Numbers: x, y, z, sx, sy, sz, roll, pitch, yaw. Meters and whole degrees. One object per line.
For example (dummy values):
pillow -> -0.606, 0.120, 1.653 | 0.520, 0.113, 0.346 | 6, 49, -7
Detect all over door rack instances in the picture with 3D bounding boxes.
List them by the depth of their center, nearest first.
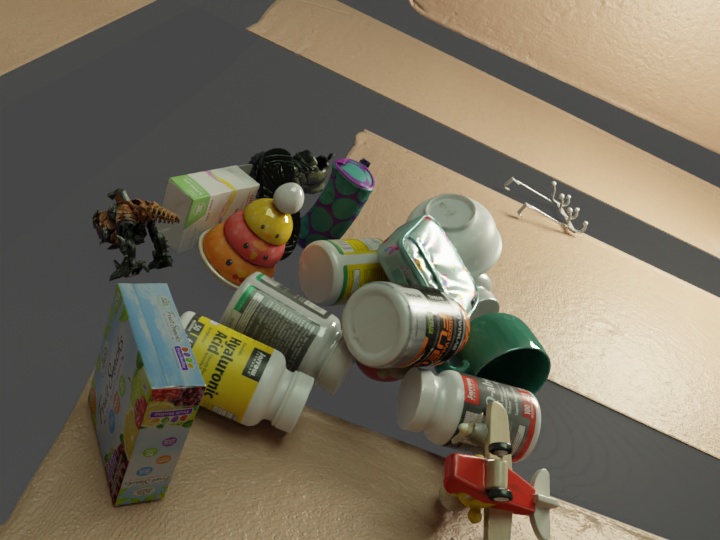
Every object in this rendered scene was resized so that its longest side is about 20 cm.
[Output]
over door rack -> 0.495, -0.181, 2.037 | 0.199, 0.067, 0.148 | 15, 33, -18

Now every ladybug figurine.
ladybug figurine -> 0.036, 0.114, 1.265 | 0.136, 0.072, 0.200 | 37, 28, -13

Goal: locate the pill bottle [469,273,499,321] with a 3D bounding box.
pill bottle -> 0.182, 0.019, 1.486 | 0.113, 0.113, 0.200 | 3, 39, -33

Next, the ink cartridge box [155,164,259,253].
ink cartridge box -> -0.253, -0.113, 1.354 | 0.067, 0.117, 0.200 | 39, 34, 21

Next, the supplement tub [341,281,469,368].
supplement tub -> 0.074, 0.082, 1.143 | 0.123, 0.123, 0.200 | 47, 22, 29

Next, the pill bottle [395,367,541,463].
pill bottle -> 0.163, 0.218, 1.179 | 0.199, 0.116, 0.116 | 17, 33, -16

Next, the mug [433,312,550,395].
mug -> 0.216, 0.138, 1.284 | 0.185, 0.152, 0.115 | 40, 15, -40

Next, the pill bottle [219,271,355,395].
pill bottle -> -0.102, 0.097, 1.164 | 0.200, 0.113, 0.113 | 30, 32, 6

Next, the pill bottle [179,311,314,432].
pill bottle -> -0.169, 0.143, 1.049 | 0.200, 0.111, 0.111 | 24, 32, -4

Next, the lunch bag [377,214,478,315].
lunch bag -> 0.119, 0.015, 1.317 | 0.200, 0.077, 0.160 | 58, 32, -7

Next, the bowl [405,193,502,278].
bowl -> 0.168, -0.080, 1.442 | 0.200, 0.091, 0.201 | -2, 46, 2

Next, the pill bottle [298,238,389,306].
pill bottle -> 0.000, 0.000, 1.366 | 0.200, 0.113, 0.113 | -5, 44, -40

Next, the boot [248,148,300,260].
boot -> -0.166, -0.124, 1.445 | 0.079, 0.212, 0.158 | 3, 1, -19

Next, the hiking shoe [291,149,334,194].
hiking shoe -> -0.140, -0.206, 1.588 | 0.076, 0.101, 0.200 | 41, 35, 23

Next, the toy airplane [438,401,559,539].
toy airplane -> 0.178, 0.304, 1.058 | 0.200, 0.141, 0.200 | -32, 103, -57

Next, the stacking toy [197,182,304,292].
stacking toy -> -0.163, -0.070, 1.267 | 0.146, 0.200, 0.146 | 30, 31, -20

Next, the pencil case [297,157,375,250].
pencil case -> -0.051, -0.118, 1.432 | 0.092, 0.200, 0.085 | 46, 39, 11

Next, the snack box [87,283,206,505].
snack box -> -0.256, 0.143, 0.900 | 0.068, 0.200, 0.169 | 2, 40, -34

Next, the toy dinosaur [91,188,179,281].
toy dinosaur -> -0.350, -0.061, 1.183 | 0.102, 0.136, 0.200 | -15, 6, -28
